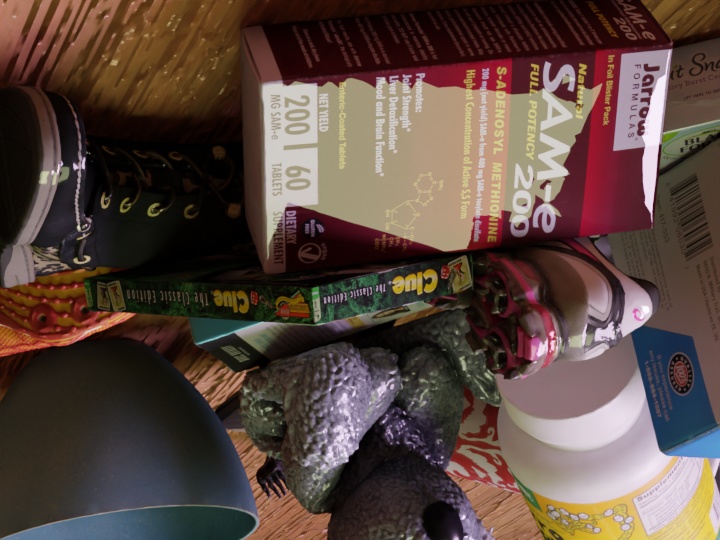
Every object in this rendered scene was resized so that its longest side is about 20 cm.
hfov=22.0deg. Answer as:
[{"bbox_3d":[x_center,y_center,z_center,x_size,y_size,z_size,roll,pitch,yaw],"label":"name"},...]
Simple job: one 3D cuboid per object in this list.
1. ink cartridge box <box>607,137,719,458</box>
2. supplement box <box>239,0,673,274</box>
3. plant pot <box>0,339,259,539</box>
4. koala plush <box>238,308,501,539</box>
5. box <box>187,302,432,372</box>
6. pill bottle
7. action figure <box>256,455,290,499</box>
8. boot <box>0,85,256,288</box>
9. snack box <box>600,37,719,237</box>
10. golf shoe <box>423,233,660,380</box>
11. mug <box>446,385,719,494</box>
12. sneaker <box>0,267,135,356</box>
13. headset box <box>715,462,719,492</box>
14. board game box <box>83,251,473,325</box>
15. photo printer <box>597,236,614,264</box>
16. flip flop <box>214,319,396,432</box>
[{"bbox_3d":[0.232,-0.003,0.956,0.086,0.147,0.200,8,152,-37],"label":"ink cartridge box"},{"bbox_3d":[0.045,-0.067,0.900,0.200,0.061,0.109,-7,124,-11],"label":"supplement box"},{"bbox_3d":[-0.178,0.125,1.275,0.200,0.135,0.200,-9,161,-3],"label":"plant pot"},{"bbox_3d":[0.020,0.140,1.161,0.177,0.200,0.184,-16,177,-30],"label":"koala plush"},{"bbox_3d":[0.000,0.000,1.095,0.200,0.049,0.082,-19,161,8],"label":"box"},{"bbox_3d":[0.145,0.108,1.097,0.113,0.113,0.200,-15,139,11],"label":"pill bottle"},{"bbox_3d":[0.012,0.174,1.562,0.200,0.102,0.119,9,141,-40],"label":"action figure"},{"bbox_3d":[-0.109,-0.047,0.933,0.154,0.074,0.204,-7,167,-16],"label":"boot"},{"bbox_3d":[0.189,-0.077,1.028,0.200,0.053,0.142,-13,159,6],"label":"snack box"},{"bbox_3d":[0.077,-0.011,0.981,0.092,0.200,0.073,-13,125,-21],"label":"golf shoe"},{"bbox_3d":[0.145,0.125,1.325,0.133,0.178,0.200,-31,-158,-35],"label":"mug"},{"bbox_3d":[-0.205,0.016,1.084,0.200,0.073,0.077,-11,175,25],"label":"sneaker"},{"bbox_3d":[0.252,0.120,1.373,0.075,0.200,0.149,-34,179,-41],"label":"headset box"},{"bbox_3d":[-0.047,0.006,0.958,0.105,0.023,0.200,-15,-169,-38],"label":"board game box"},{"bbox_3d":[0.179,-0.010,1.182,0.200,0.070,0.166,-14,160,10],"label":"photo printer"},{"bbox_3d":[-0.039,0.053,1.278,0.081,0.058,0.200,6,140,-28],"label":"flip flop"}]
